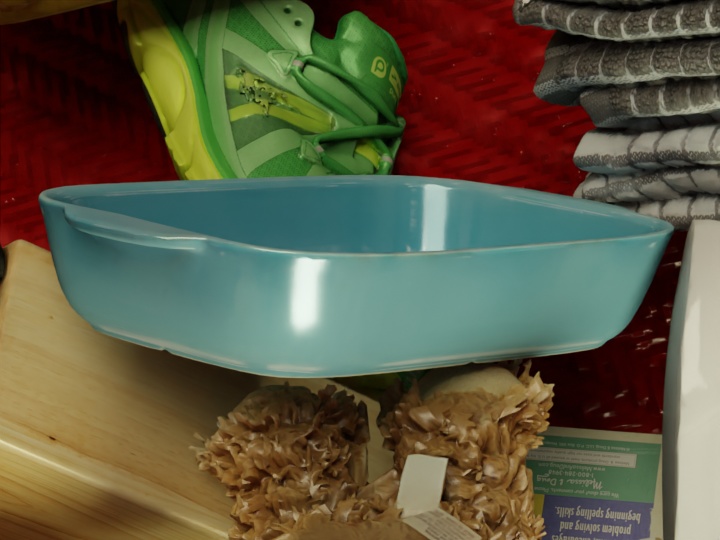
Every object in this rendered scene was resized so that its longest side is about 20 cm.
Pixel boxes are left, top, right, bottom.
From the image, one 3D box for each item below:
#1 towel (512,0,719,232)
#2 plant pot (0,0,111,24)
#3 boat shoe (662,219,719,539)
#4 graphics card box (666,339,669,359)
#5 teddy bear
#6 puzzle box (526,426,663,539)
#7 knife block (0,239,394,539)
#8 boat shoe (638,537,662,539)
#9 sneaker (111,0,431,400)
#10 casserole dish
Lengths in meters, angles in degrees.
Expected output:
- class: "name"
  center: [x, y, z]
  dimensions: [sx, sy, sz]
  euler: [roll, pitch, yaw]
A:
- class: "towel"
  center: [0.158, -0.091, 0.888]
  dimensions: [0.165, 0.086, 0.200]
  euler: [-38, 19, -32]
- class: "plant pot"
  center: [-0.088, -0.192, 0.978]
  dimensions: [0.193, 0.196, 0.201]
  euler: [-12, 44, 3]
- class: "boat shoe"
  center: [0.120, 0.085, 0.850]
  dimensions: [0.065, 0.072, 0.201]
  euler: [-1, 77, 2]
- class: "graphics card box"
  center: [0.205, 0.041, 0.894]
  dimensions: [0.200, 0.051, 0.125]
  euler: [38, 73, 26]
- class: "teddy bear"
  center: [0.012, 0.099, 0.784]
  dimensions: [0.144, 0.067, 0.200]
  euler: [-16, 44, -15]
- class: "puzzle box"
  center: [-0.006, 0.107, 0.909]
  dimensions: [0.199, 0.025, 0.134]
  euler: [4, 60, 12]
- class: "knife block"
  center: [-0.087, 0.036, 0.848]
  dimensions: [0.199, 0.176, 0.064]
  euler: [2, 61, 12]
- class: "boat shoe"
  center: [0.043, 0.167, 0.813]
  dimensions: [0.069, 0.071, 0.201]
  euler: [9, 77, 10]
- class: "sneaker"
  center: [-0.019, -0.044, 0.972]
  dimensions: [0.083, 0.074, 0.201]
  euler: [-26, 58, 0]
- class: "casserole dish"
  center: [0.000, 0.000, 0.842]
  dimensions: [0.121, 0.199, 0.039]
  euler: [13, 103, 42]
